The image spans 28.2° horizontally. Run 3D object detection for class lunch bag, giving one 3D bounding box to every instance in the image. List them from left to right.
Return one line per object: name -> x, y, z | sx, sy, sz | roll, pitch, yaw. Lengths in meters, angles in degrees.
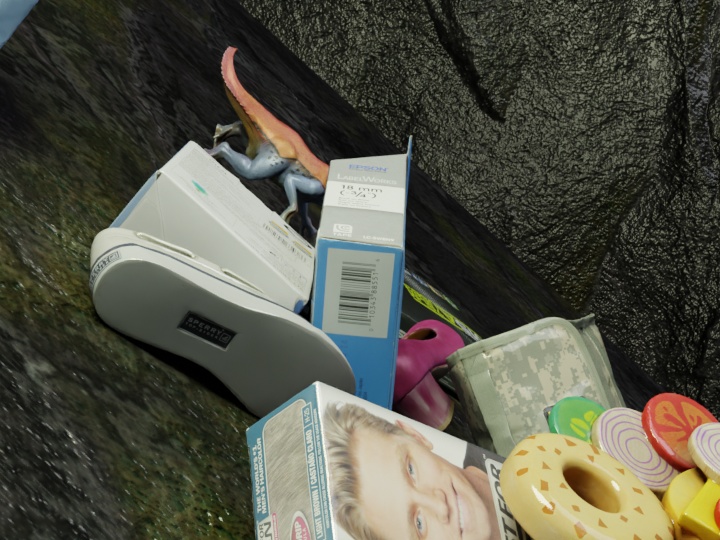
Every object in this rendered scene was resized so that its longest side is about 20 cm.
lunch bag -> 0.150, 0.127, 1.152 | 0.200, 0.117, 0.165 | -2, 72, -68

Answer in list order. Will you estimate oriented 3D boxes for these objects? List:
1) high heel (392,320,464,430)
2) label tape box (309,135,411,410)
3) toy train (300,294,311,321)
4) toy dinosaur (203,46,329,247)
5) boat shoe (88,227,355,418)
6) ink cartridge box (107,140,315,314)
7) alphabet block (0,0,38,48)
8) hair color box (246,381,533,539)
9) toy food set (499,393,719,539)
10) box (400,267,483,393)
high heel -> 0.033, 0.065, 1.206 | 0.096, 0.067, 0.200 | 47, 20, -12
label tape box -> 0.000, 0.000, 1.053 | 0.063, 0.145, 0.200 | 5, 27, 0
toy train -> -0.092, -0.016, 1.168 | 0.200, 0.046, 0.034 | 46, 11, 27
toy dinosaur -> -0.060, -0.088, 1.339 | 0.181, 0.201, 0.105 | 11, 24, 9
boat shoe -> -0.088, 0.034, 0.917 | 0.200, 0.072, 0.066 | 27, 20, -28
ink cartridge box -> -0.103, -0.017, 1.043 | 0.136, 0.076, 0.200 | 42, 11, -8
alphabet block -> -0.318, -0.261, 0.926 | 0.200, 0.196, 0.195 | 47, 10, 29
hair color box -> 0.035, 0.142, 0.771 | 0.200, 0.060, 0.100 | 25, 42, -37
toy food set -> 0.183, 0.137, 0.796 | 0.200, 0.049, 0.198 | 30, 31, 20
box -> 0.059, 0.051, 1.461 | 0.200, 0.048, 0.193 | 34, 10, -33
